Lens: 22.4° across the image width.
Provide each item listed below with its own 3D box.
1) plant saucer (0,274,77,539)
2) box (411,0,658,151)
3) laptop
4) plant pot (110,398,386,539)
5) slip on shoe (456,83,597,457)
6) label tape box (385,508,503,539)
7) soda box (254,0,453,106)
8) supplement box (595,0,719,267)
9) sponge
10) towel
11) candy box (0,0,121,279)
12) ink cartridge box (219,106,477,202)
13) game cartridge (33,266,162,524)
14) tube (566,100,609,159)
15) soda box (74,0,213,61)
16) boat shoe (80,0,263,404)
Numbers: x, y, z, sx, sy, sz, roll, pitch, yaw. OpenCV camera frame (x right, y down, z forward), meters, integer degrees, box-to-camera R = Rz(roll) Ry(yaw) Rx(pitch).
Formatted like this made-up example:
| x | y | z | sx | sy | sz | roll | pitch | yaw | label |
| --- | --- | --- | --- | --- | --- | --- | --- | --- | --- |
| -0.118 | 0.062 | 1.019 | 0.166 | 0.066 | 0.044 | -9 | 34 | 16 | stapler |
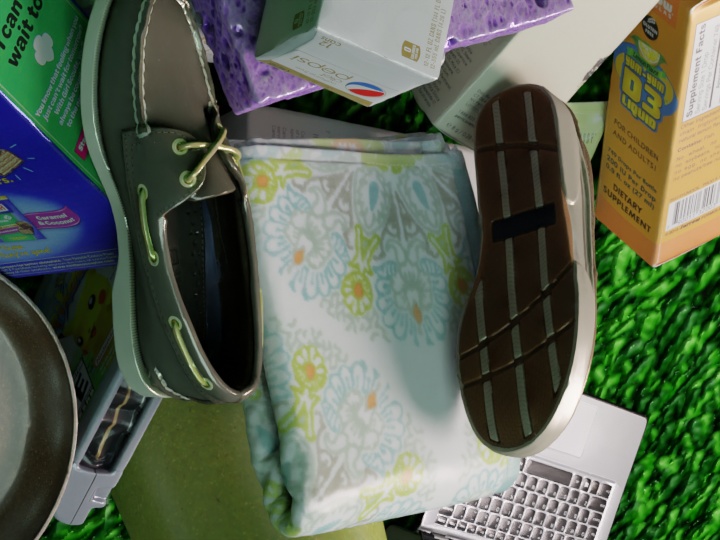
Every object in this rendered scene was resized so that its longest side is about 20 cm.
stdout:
| x | y | z | sx | sy | sz | roll | pitch | yaw | label |
| --- | --- | --- | --- | --- | --- | --- | --- | --- | --- |
| -0.242 | 0.082 | 0.914 | 0.199 | 0.032 | 0.202 | -8 | 106 | -27 | plant saucer |
| 0.110 | -0.160 | 0.995 | 0.068 | 0.082 | 0.200 | 26 | 116 | -40 | box |
| 0.144 | 0.187 | 1.248 | 0.186 | 0.115 | 0.202 | 21 | 88 | -40 | laptop |
| -0.067 | 0.134 | 1.085 | 0.198 | 0.185 | 0.201 | -13 | 140 | -11 | plant pot |
| 0.093 | 0.003 | 0.952 | 0.075 | 0.202 | 0.060 | -14 | 153 | 28 | slip on shoe |
| 0.050 | 0.259 | 1.355 | 0.200 | 0.063 | 0.144 | -46 | 135 | 1 | label tape box |
| 0.011 | -0.184 | 0.841 | 0.068 | 0.202 | 0.064 | 19 | 163 | -27 | soda box |
| 0.190 | -0.102 | 1.091 | 0.068 | 0.067 | 0.201 | -23 | 137 | -25 | supplement box |
| 0.007 | -0.155 | 0.888 | 0.199 | 0.113 | 0.030 | -20 | -177 | -32 | sponge |
| 0.002 | 0.026 | 0.933 | 0.170 | 0.202 | 0.048 | -4 | 169 | -44 | towel |
| -0.200 | -0.078 | 0.860 | 0.168 | 0.078 | 0.200 | -6 | 147 | 30 | candy box |
| 0.000 | 0.000 | 1.029 | 0.199 | 0.148 | 0.083 | 9 | 165 | -33 | ink cartridge box |
| -0.136 | 0.021 | 0.995 | 0.040 | 0.134 | 0.201 | 16 | 116 | -30 | game cartridge |
| 0.096 | -0.020 | 1.141 | 0.052 | 0.058 | 0.201 | 22 | 118 | 0 | tube |
| -0.056 | -0.141 | 0.915 | 0.198 | 0.064 | 0.068 | 5 | 172 | -31 | soda box |
| -0.081 | -0.036 | 0.831 | 0.072 | 0.060 | 0.204 | -23 | 114 | -49 | boat shoe |
